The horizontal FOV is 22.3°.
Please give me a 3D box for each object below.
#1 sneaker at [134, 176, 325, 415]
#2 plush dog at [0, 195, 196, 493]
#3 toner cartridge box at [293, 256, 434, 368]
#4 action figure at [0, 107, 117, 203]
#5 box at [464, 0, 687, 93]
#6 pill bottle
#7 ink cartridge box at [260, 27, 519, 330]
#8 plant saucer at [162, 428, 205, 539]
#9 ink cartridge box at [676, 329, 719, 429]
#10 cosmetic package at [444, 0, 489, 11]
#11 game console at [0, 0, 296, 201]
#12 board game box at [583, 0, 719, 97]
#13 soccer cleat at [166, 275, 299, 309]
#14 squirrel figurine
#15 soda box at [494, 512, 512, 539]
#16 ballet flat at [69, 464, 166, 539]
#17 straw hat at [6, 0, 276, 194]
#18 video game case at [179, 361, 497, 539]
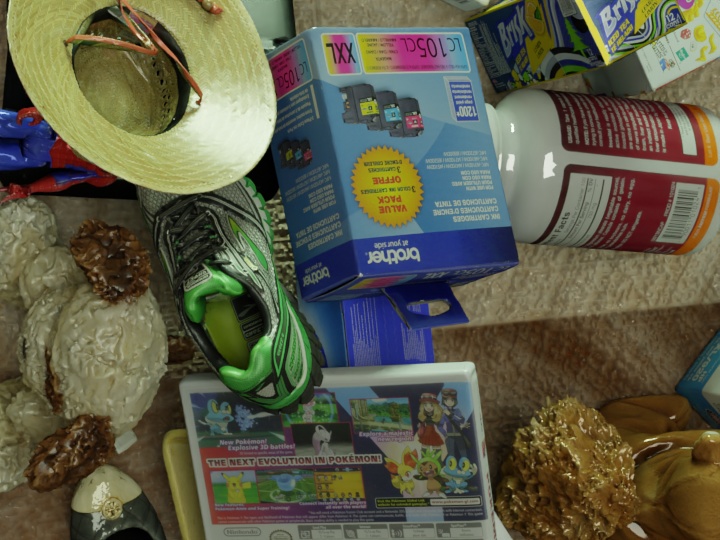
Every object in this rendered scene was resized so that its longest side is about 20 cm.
[{"bbox_3d":[-0.090,-0.005,1.168,0.078,0.085,0.200,-34,70,8],"label":"sneaker"},{"bbox_3d":[-0.173,0.056,1.190,0.160,0.172,0.200,7,90,-16],"label":"plush dog"},{"bbox_3d":[0.000,0.000,1.268,0.095,0.043,0.200,8,71,-47],"label":"toner cartridge box"},{"bbox_3d":[-0.220,-0.083,1.203,0.200,0.052,0.065,4,116,-21],"label":"action figure"},{"bbox_3d":[0.145,-0.174,1.274,0.070,0.200,0.064,-29,99,-14],"label":"box"},{"bbox_3d":[0.157,-0.073,1.325,0.200,0.113,0.113,5,90,-18],"label":"pill bottle"},{"bbox_3d":[0.021,-0.056,1.214,0.136,0.076,0.200,-6,81,-34],"label":"ink cartridge box"},{"bbox_3d":[-0.020,0.187,1.262,0.200,0.048,0.200,-6,105,17],"label":"plant saucer"},{"bbox_3d":[0.365,0.089,1.347,0.147,0.200,0.145,44,79,-13],"label":"ink cartridge box"},{"bbox_3d":[0.026,-0.297,1.313,0.200,0.052,0.151,24,86,-16],"label":"cosmetic package"},{"bbox_3d":[-0.151,-0.150,1.278,0.200,0.116,0.176,2,120,-17],"label":"game console"},{"bbox_3d":[0.256,-0.216,1.358,0.200,0.103,0.105,-27,98,-15],"label":"board game box"},{"bbox_3d":[-0.057,0.050,1.289,0.200,0.078,0.069,48,68,-33],"label":"soccer cleat"},{"bbox_3d":[0.199,0.160,1.303,0.200,0.187,0.142,7,89,-17],"label":"squirrel figurine"},{"bbox_3d":[0.070,0.202,1.324,0.068,0.064,0.200,-35,102,-13],"label":"soda box"},{"bbox_3d":[-0.153,0.229,1.259,0.066,0.057,0.200,-15,99,-17],"label":"ballet flat"},{"bbox_3d":[-0.154,-0.117,1.166,0.201,0.085,0.201,19,54,-28],"label":"straw hat"},{"bbox_3d":[-0.011,0.152,1.211,0.200,0.023,0.182,-3,107,17],"label":"video game case"}]
